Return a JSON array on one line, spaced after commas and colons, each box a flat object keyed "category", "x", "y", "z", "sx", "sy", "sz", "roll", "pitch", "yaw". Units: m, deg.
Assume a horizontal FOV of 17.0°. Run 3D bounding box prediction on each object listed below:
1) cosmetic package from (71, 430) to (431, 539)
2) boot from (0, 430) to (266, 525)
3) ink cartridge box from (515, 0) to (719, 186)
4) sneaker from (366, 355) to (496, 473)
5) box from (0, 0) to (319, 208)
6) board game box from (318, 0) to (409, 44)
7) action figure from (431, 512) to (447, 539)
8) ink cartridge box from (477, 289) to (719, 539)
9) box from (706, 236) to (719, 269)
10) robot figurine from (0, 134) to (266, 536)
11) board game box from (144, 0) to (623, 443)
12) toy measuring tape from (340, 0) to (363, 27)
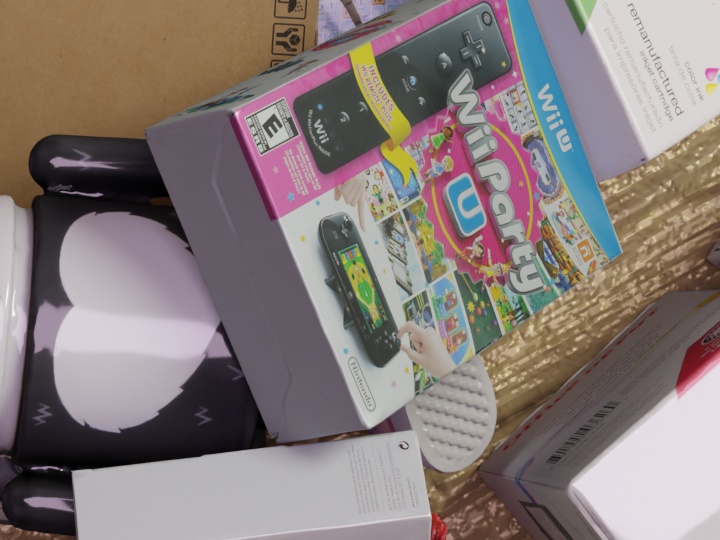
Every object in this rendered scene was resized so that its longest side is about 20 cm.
[{"category": "cosmetic package", "x": -0.047, "y": 0.158, "z": 1.079, "sx": 0.149, "sy": 0.201, "sz": 0.052, "roll": -5, "pitch": 49, "yaw": -5}, {"category": "boot", "x": -0.134, "y": 0.047, "z": 1.185, "sx": 0.202, "sy": 0.074, "sz": 0.155, "roll": 10, "pitch": 103, "yaw": -15}, {"category": "ink cartridge box", "x": 0.139, "y": -0.143, "z": 1.190, "sx": 0.200, "sy": 0.084, "sz": 0.146, "roll": -32, "pitch": 98, "yaw": -43}, {"category": "sneaker", "x": 0.000, "y": 0.000, "z": 1.193, "sx": 0.075, "sy": 0.104, "sz": 0.202, "roll": -28, "pitch": 116, "yaw": -27}, {"category": "box", "x": -0.107, "y": -0.057, "z": 1.202, "sx": 0.162, "sy": 0.021, "sz": 0.202, "roll": 3, "pitch": 109, "yaw": -6}, {"category": "board game box", "x": 0.014, "y": -0.170, "z": 1.248, "sx": 0.198, "sy": 0.041, "sz": 0.201, "roll": -3, "pitch": 89, "yaw": -7}, {"category": "action figure", "x": 0.002, "y": 0.143, "z": 1.179, "sx": 0.199, "sy": 0.099, "sz": 0.066, "roll": 22, "pitch": 89, "yaw": -36}, {"category": "ink cartridge box", "x": 0.153, "y": 0.084, "z": 1.175, "sx": 0.147, "sy": 0.200, "sz": 0.086, "roll": -41, "pitch": 93, "yaw": -7}, {"category": "box", "x": 0.297, "y": 0.009, "z": 1.209, "sx": 0.199, "sy": 0.176, "sz": 0.097, "roll": 36, "pitch": 83, "yaw": -5}, {"category": "robot figurine", "x": -0.110, "y": 0.030, "z": 1.084, "sx": 0.198, "sy": 0.151, "sz": 0.125, "roll": 5, "pitch": 128, "yaw": -11}, {"category": "board game box", "x": 0.016, "y": -0.033, "z": 1.070, "sx": 0.200, "sy": 0.064, "sz": 0.148, "roll": -32, "pitch": 104, "yaw": -45}, {"category": "toy measuring tape", "x": 0.041, "y": -0.102, "z": 1.191, "sx": 0.073, "sy": 0.074, "sz": 0.201, "roll": -26, "pitch": 100, "yaw": -8}]
